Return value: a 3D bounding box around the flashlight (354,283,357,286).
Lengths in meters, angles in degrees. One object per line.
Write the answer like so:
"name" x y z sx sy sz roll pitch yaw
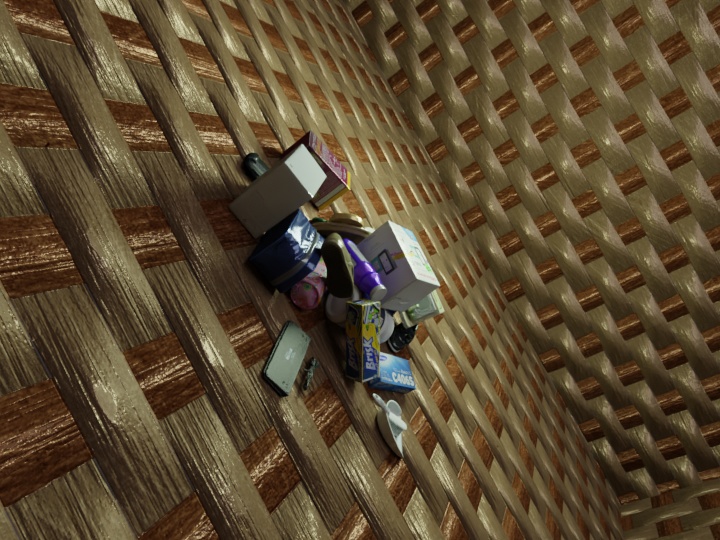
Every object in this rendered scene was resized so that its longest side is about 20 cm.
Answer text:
"flashlight" -0.034 0.032 1.541 0.200 0.068 0.068 44 2 -41

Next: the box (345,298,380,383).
"box" 0.006 0.179 1.329 0.070 0.064 0.203 -7 100 -44

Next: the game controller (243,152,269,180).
"game controller" -0.251 -0.244 1.460 0.200 0.042 0.105 49 13 -26

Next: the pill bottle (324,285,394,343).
"pill bottle" 0.003 0.125 1.444 0.200 0.115 0.117 38 33 -42

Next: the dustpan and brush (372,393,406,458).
"dustpan and brush" 0.074 0.386 1.365 0.200 0.057 0.141 45 29 -30

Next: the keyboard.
"keyboard" -0.150 0.210 1.176 0.127 0.021 0.201 46 28 -16

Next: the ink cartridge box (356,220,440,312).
"ink cartridge box" 0.102 -0.007 1.487 0.146 0.146 0.202 15 44 -54

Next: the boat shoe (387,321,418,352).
"boat shoe" 0.146 0.204 1.691 0.075 0.066 0.199 61 24 3

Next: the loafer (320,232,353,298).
"loafer" -0.051 -0.011 1.296 0.202 0.075 0.068 84 16 -44

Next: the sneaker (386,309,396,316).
"sneaker" 0.077 0.123 1.623 0.075 0.088 0.201 48 28 -27

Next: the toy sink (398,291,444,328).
"toy sink" 0.186 0.096 1.640 0.132 0.111 0.200 68 16 9

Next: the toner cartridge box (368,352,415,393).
"toner cartridge box" 0.085 0.297 1.503 0.199 0.043 0.096 25 41 -51

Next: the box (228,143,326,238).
"box" -0.204 -0.198 1.293 0.107 0.199 0.153 51 27 -17

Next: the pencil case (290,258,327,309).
"pencil case" -0.118 0.023 1.364 0.088 0.087 0.200 54 25 -13

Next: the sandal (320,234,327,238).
"sandal" -0.116 -0.077 1.505 0.199 0.054 0.083 32 37 -46

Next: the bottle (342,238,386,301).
"bottle" 0.000 0.000 1.399 0.200 0.065 0.083 52 8 34

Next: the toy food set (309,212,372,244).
"toy food set" -0.059 -0.120 1.520 0.199 0.196 0.049 22 73 -58

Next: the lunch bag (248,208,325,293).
"lunch bag" -0.169 -0.046 1.275 0.133 0.135 0.201 51 25 -19

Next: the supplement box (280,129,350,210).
"supplement box" -0.140 -0.310 1.623 0.200 0.130 0.104 45 27 -31

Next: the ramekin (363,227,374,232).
"ramekin" 0.024 -0.042 1.684 0.200 0.097 0.202 43 30 -33
